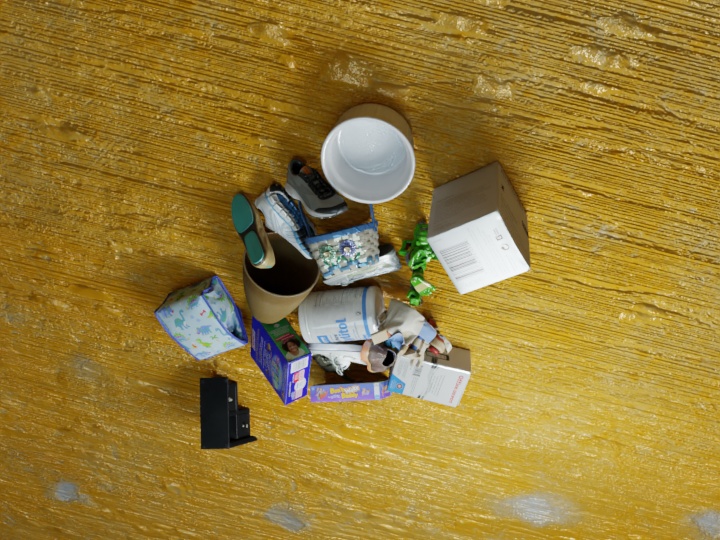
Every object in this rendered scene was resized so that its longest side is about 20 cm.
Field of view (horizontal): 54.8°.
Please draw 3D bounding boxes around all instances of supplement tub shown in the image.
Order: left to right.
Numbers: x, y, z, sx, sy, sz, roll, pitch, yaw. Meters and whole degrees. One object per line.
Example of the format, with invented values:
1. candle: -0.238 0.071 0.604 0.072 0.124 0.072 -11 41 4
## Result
1. supplement tub: -0.043 0.112 1.746 0.197 0.133 0.133 -7 126 16

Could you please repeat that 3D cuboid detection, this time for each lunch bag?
1. lunch bag: -0.411 0.136 1.839 0.168 0.128 0.201 -19 112 23

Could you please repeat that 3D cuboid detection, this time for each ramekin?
1. ramekin: 0.022 -0.253 1.469 0.198 0.098 0.202 6 129 7

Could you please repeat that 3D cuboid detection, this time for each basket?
1. basket: -0.040 -0.095 1.590 0.174 0.139 0.203 -15 89 21

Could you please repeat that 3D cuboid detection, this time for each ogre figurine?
1. ogre figurine: 0.138 -0.030 1.607 0.097 0.121 0.201 -10 127 13

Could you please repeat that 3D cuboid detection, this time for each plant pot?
1. plant pot: -0.213 0.038 1.708 0.184 0.188 0.201 21 141 -6

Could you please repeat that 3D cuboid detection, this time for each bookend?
1. bookend: -0.390 0.417 2.060 0.091 0.202 0.200 -5 171 15

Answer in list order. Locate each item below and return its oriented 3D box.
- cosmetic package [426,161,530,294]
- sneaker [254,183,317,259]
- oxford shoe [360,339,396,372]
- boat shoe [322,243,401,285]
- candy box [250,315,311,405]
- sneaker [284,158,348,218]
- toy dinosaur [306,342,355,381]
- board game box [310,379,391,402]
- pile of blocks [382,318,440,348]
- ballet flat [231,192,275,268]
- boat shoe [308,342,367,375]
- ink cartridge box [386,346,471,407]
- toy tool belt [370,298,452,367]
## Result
1. cosmetic package: 0.254 -0.092 1.483 0.164 0.201 0.165 -21 121 26
2. sneaker: -0.176 -0.107 1.644 0.086 0.075 0.201 -23 110 35
3. oxford shoe: 0.058 0.234 1.799 0.072 0.072 0.200 17 170 20
4. boat shoe: 0.001 -0.001 1.687 0.200 0.075 0.065 -21 117 17
5. candy box: -0.213 0.219 1.825 0.076 0.200 0.170 -20 139 -30
6. sneaker: -0.102 -0.177 1.510 0.200 0.074 0.080 38 141 37
7. toy dinosaur: -0.089 0.243 1.906 0.199 0.078 0.102 32 149 -34
8. board game box: -0.024 0.332 1.916 0.197 0.134 0.045 -5 83 14
9. pile of blocks: 0.110 0.157 1.782 0.197 0.083 0.063 -3 128 14
10. ballet flat: -0.251 -0.088 1.625 0.068 0.202 0.063 -31 155 21
11. boat shoe: -0.049 0.233 1.828 0.200 0.087 0.074 9 178 -32
12. ink cartridge box: 0.182 0.269 1.854 0.197 0.085 0.147 14 129 -1
13. toy tool belt: 0.117 0.171 1.681 0.200 0.125 0.123 43 80 -29
